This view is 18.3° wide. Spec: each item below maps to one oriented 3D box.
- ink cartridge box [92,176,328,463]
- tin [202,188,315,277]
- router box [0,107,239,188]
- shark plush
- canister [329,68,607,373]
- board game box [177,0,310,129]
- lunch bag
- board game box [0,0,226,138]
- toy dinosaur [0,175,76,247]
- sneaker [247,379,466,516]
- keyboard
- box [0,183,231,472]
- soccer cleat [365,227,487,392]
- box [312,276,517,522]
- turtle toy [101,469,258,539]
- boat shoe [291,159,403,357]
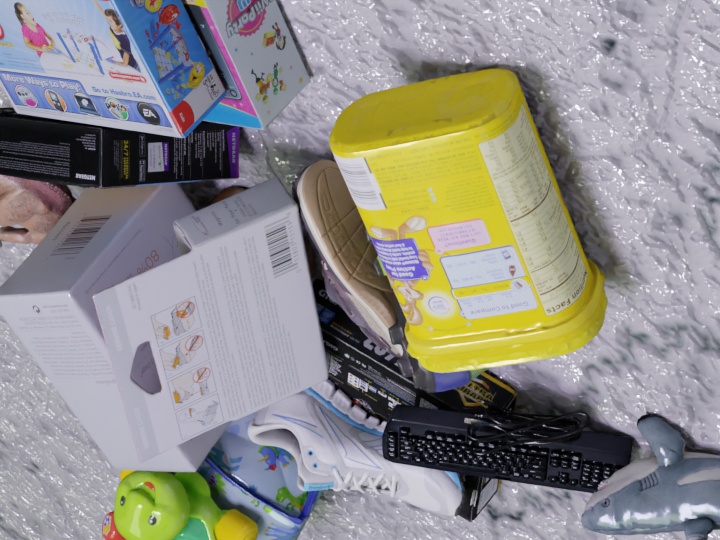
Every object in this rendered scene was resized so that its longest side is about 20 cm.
[{"bbox_3d":[-0.120,0.042,1.760,0.044,0.173,0.201,54,161,43],"label":"ink cartridge box"},{"bbox_3d":[-0.105,-0.002,1.908,0.112,0.042,0.200,46,149,-1],"label":"tin"},{"bbox_3d":[-0.217,-0.101,1.799,0.199,0.149,0.051,9,101,42],"label":"router box"},{"bbox_3d":[0.268,0.191,1.694,0.199,0.083,0.091,21,144,29],"label":"shark plush"},{"bbox_3d":[0.077,-0.035,1.588,0.148,0.087,0.201,-9,125,23],"label":"canister"},{"bbox_3d":[-0.140,-0.208,1.659,0.147,0.064,0.200,11,139,42],"label":"board game box"},{"bbox_3d":[-0.129,0.171,2.069,0.199,0.128,0.170,28,149,2],"label":"lunch bag"},{"bbox_3d":[-0.218,-0.199,1.642,0.199,0.056,0.196,12,138,42],"label":"board game box"},{"bbox_3d":[-0.274,-0.062,1.928,0.135,0.086,0.200,4,166,42],"label":"toy dinosaur"},{"bbox_3d":[-0.007,0.163,1.870,0.199,0.087,0.075,28,146,17],"label":"sneaker"},{"bbox_3d":[0.114,0.148,1.780,0.199,0.040,0.104,7,140,6],"label":"keyboard"},{"bbox_3d":[-0.181,0.046,1.864,0.106,0.152,0.200,-3,128,43],"label":"box"},{"bbox_3d":[0.057,-0.003,1.712,0.065,0.083,0.201,-138,33,-62],"label":"soccer cleat"},{"bbox_3d":[0.030,0.110,1.890,0.199,0.049,0.160,30,150,17],"label":"box"},{"bbox_3d":[-0.172,0.237,1.993,0.145,0.101,0.200,29,145,23],"label":"turtle toy"},{"bbox_3d":[0.000,0.000,1.762,0.065,0.072,0.200,-6,130,48],"label":"boat shoe"}]
